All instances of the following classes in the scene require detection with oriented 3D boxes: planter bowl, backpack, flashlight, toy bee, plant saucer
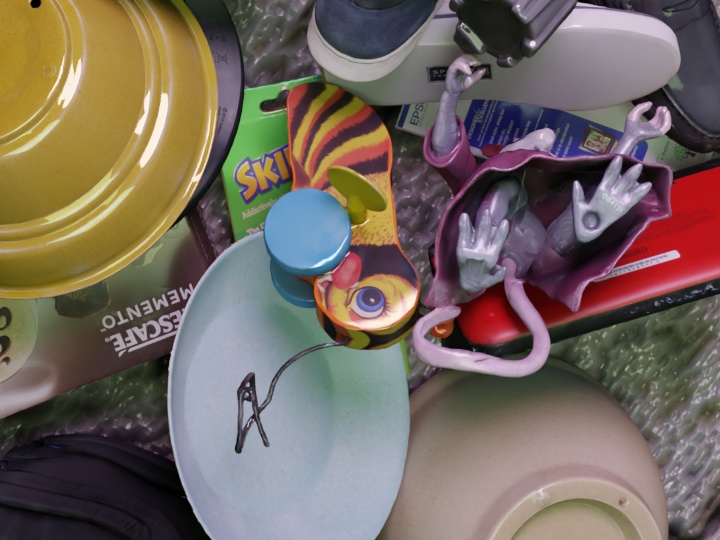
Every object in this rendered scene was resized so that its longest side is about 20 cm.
[{"bbox_3d":[0.110,0.166,0.876,0.197,0.135,0.203,-3,102,-12],"label":"planter bowl"},{"bbox_3d":[-0.179,-0.093,0.718,0.198,0.084,0.203,-3,74,9],"label":"planter bowl"},{"bbox_3d":[-0.155,0.199,0.837,0.198,0.162,0.170,20,105,17],"label":"backpack"},{"bbox_3d":[0.126,-0.191,0.722,0.200,0.068,0.068,-51,148,-22],"label":"flashlight"},{"bbox_3d":[0.000,0.000,0.766,0.107,0.131,0.203,6,90,2],"label":"toy bee"},{"bbox_3d":[-0.047,0.078,0.811,0.038,0.201,0.203,-8,115,41],"label":"plant saucer"}]

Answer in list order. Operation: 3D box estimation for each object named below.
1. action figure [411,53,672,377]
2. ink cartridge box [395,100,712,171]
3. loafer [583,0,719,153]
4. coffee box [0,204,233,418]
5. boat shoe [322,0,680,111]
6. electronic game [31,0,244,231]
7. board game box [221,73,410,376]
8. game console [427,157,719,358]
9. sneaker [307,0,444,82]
[{"bbox_3d":[0.095,-0.030,0.745,0.132,0.200,0.151,13,99,-5],"label":"action figure"},{"bbox_3d":[0.125,-0.105,0.861,0.198,0.039,0.100,18,103,-13],"label":"ink cartridge box"},{"bbox_3d":[0.165,-0.161,0.804,0.068,0.070,0.202,-30,92,-20],"label":"loafer"},{"bbox_3d":[-0.186,0.009,0.835,0.198,0.080,0.114,-20,108,-1],"label":"coffee box"},{"bbox_3d":[0.078,-0.133,0.788,0.197,0.066,0.072,-3,148,9],"label":"boat shoe"},{"bbox_3d":[-0.161,-0.099,0.782,0.197,0.042,0.203,-3,74,9],"label":"electronic game"},{"bbox_3d":[-0.031,-0.021,0.874,0.094,0.030,0.202,-11,110,-4],"label":"board game box"},{"bbox_3d":[0.149,0.020,0.821,0.198,0.173,0.120,-17,118,-1],"label":"game console"},{"bbox_3d":[0.043,-0.210,0.710,0.076,0.147,0.204,24,62,4],"label":"sneaker"}]
